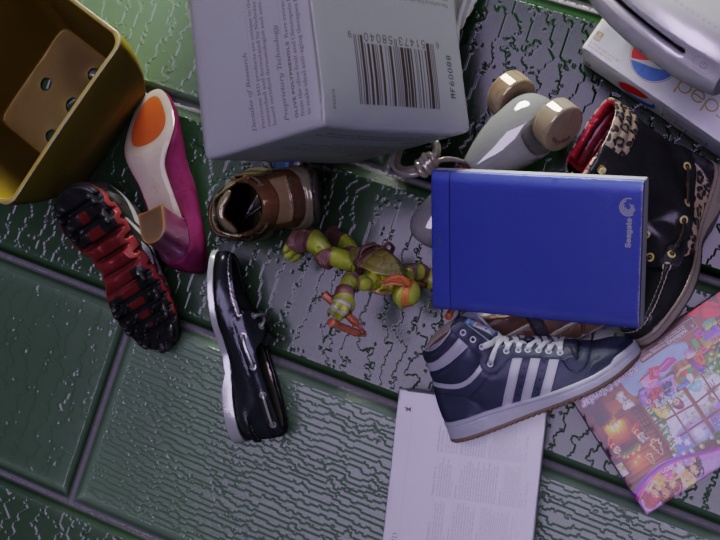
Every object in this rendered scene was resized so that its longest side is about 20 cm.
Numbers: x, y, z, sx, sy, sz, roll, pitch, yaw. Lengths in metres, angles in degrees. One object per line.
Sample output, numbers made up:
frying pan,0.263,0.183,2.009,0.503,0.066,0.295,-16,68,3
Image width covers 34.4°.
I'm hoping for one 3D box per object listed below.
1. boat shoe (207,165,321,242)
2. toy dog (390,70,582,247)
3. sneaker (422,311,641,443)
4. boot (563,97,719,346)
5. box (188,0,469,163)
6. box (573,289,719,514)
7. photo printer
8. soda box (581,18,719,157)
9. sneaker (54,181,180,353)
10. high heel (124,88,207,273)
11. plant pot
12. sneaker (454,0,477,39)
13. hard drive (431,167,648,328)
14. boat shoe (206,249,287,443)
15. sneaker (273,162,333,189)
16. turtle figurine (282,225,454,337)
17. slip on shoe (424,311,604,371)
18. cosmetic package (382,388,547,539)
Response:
boat shoe,-0.113,-0.066,1.155,0.073,0.199,0.077,-11,90,-31
toy dog,0.137,-0.102,1.154,0.198,0.096,0.133,-32,51,18
sneaker,0.152,0.076,1.080,0.198,0.070,0.110,-24,91,16
boot,0.253,-0.048,1.085,0.150,0.073,0.202,32,75,-18
box,-0.031,-0.211,1.079,0.170,0.197,0.204,-10,86,45
box,0.318,0.121,1.118,0.199,0.039,0.138,-35,80,7
photo printer,0.308,-0.242,1.068,0.166,0.199,0.070,44,132,19
soda box,0.314,-0.182,1.133,0.199,0.064,0.069,38,93,13
sneaker,-0.245,-0.011,1.236,0.070,0.098,0.202,-26,104,15
high heel,-0.204,-0.095,1.257,0.066,0.096,0.203,-14,63,21
plant pot,-0.340,-0.193,1.218,0.199,0.176,0.201,37,94,12
sneaker,0.059,-0.241,1.175,0.074,0.081,0.203,6,78,45
hard drive,0.161,-0.023,1.065,0.197,0.025,0.134,5,105,24
boat shoe,-0.115,0.075,1.203,0.059,0.076,0.204,-9,95,12
sneaker,-0.078,-0.160,1.219,0.088,0.078,0.204,-3,78,22
turtle figurine,0.000,0.000,1.139,0.160,0.198,0.065,28,119,35
slip on shoe,0.158,0.054,1.149,0.198,0.061,0.077,-28,98,12
cosmetic package,0.102,0.226,1.150,0.148,0.052,0.204,6,86,11
